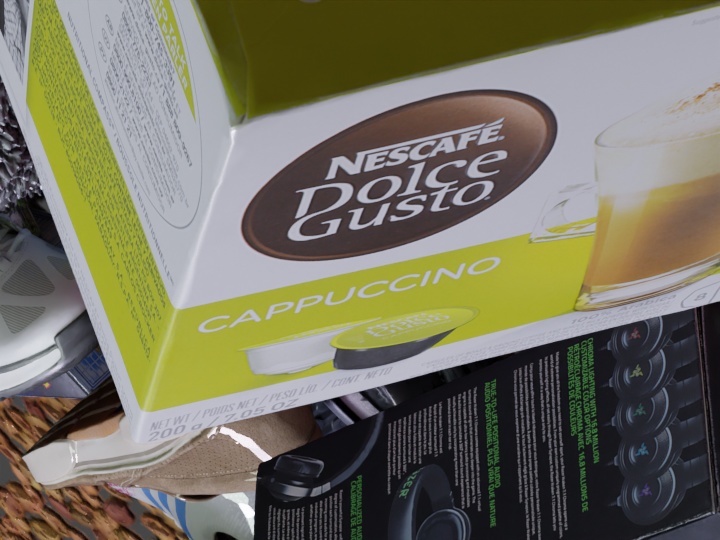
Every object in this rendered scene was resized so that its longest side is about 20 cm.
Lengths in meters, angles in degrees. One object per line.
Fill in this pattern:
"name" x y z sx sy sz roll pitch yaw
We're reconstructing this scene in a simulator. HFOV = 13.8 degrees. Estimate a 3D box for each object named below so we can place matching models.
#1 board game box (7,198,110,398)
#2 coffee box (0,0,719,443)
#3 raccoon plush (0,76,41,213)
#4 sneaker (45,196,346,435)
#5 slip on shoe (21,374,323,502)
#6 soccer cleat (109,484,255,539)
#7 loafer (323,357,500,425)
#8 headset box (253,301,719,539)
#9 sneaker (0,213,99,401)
"board game box" -0.192 -0.015 1.436 0.200 0.062 0.200 14 138 43
"coffee box" 0.012 -0.099 0.794 0.198 0.199 0.200 114 138 -62
"raccoon plush" -0.165 -0.075 1.173 0.097 0.200 0.134 10 158 33
"sneaker" -0.062 0.000 1.287 0.200 0.066 0.078 47 180 -16
"slip on shoe" -0.077 0.069 1.234 0.061 0.076 0.200 52 147 -9
"soccer cleat" -0.072 0.103 1.384 0.087 0.070 0.200 67 163 -6
"loafer" 0.000 0.000 1.178 0.200 0.072 0.063 52 149 -8
"headset box" 0.093 0.105 1.021 0.200 0.093 0.174 -25 138 31
"sneaker" -0.187 -0.012 1.291 0.200 0.076 0.116 7 134 52
